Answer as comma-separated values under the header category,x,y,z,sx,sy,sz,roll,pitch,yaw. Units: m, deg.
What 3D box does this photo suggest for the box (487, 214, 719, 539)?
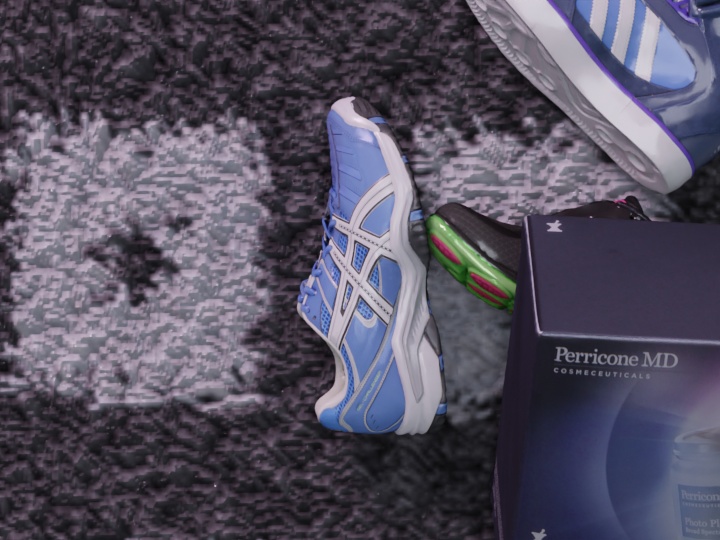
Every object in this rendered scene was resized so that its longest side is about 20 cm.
category,x,y,z,sx,sy,sz,roll,pitch,yaw
box,0.180,0.086,1.314,0.198,0.124,0.200,2,123,-2

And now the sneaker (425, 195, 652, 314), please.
category,x,y,z,sx,sy,sz,roll,pitch,yaw
sneaker,0.131,-0.007,1.382,0.198,0.077,0.084,16,84,-12

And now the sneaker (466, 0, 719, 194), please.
category,x,y,z,sx,sy,sz,roll,pitch,yaw
sneaker,0.164,-0.159,1.376,0.146,0.081,0.200,-44,90,-11

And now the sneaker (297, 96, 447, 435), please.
category,x,y,z,sx,sy,sz,roll,pitch,yaw
sneaker,0.000,0.000,1.370,0.076,0.076,0.202,-9,90,-6
